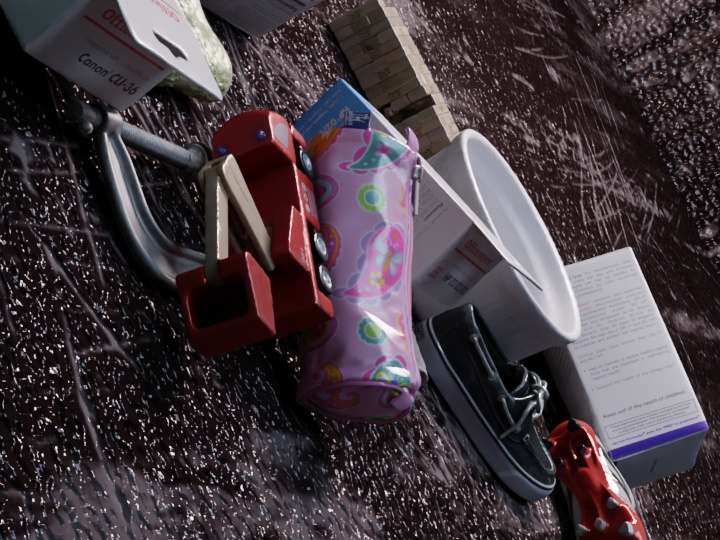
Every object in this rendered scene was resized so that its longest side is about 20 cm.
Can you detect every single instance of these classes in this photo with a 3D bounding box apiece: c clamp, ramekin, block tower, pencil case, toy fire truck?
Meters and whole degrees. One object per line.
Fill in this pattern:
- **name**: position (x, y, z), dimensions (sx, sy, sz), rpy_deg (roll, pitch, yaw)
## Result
- **c clamp**: position (-0.125, -0.060, 1.360), dimensions (0.200, 0.027, 0.171), rpy_deg (30, 36, -62)
- **ramekin**: position (0.097, -0.010, 1.841), dimensions (0.201, 0.097, 0.201), rpy_deg (55, 17, -26)
- **block tower**: position (0.044, -0.149, 1.982), dimensions (0.201, 0.054, 0.058), rpy_deg (63, 15, 0)
- **pencil case**: position (0.000, 0.000, 1.458), dimensions (0.087, 0.087, 0.201), rpy_deg (39, 47, -54)
- **toy fire truck**: position (-0.070, -0.026, 1.367), dimensions (0.141, 0.049, 0.201), rpy_deg (44, 31, -56)

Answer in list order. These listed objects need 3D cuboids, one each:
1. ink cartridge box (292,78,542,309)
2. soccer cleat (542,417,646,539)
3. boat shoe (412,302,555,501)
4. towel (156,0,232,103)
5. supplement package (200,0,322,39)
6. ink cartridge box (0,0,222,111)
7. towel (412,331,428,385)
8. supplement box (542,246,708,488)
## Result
- **ink cartridge box**: position (0.041, -0.042, 1.654), dimensions (0.200, 0.068, 0.115), rpy_deg (48, 5, 20)
- **soccer cleat**: position (0.215, 0.218, 1.899), dimensions (0.085, 0.069, 0.200), rpy_deg (39, 23, -45)
- **boat shoe**: position (0.119, 0.105, 1.773), dimensions (0.200, 0.068, 0.074), rpy_deg (56, 18, -23)
- **towel**: position (-0.159, -0.212, 1.487), dimensions (0.201, 0.036, 0.148), rpy_deg (66, 17, 12)
- **supplement package**: position (-0.102, -0.306, 1.680), dimensions (0.156, 0.111, 0.201), rpy_deg (23, 42, -65)
- **ink cartridge box**: position (-0.169, -0.173, 1.287), dimensions (0.200, 0.067, 0.116), rpy_deg (59, 14, 26)
- **towel**: position (-0.014, 0.004, 1.589), dimensions (0.200, 0.034, 0.133), rpy_deg (34, 33, -59)
- **supplement box**: position (0.241, 0.096, 2.059), dimensions (0.101, 0.103, 0.201), rpy_deg (91, -21, -64)
